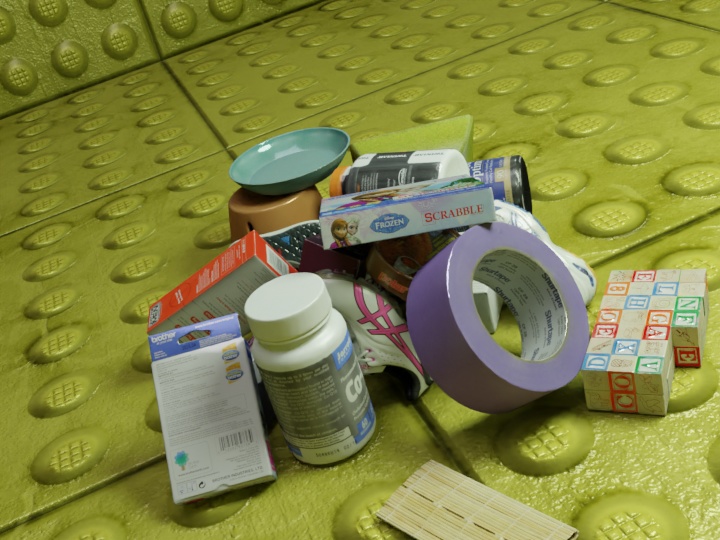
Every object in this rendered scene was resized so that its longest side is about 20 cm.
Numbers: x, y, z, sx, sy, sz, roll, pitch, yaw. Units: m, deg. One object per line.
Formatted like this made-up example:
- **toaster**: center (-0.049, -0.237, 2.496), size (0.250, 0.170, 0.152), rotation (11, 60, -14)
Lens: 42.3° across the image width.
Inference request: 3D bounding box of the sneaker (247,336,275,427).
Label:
- **sneaker**: center (-0.145, 0.154, 1.196), size (0.086, 0.080, 0.201), rotation (-33, 18, 50)

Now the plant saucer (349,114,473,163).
- **plant saucer**: center (0.092, -0.156, 1.504), size (0.198, 0.200, 0.048), rotation (-14, 64, 0)

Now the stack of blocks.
- **stack of blocks**: center (0.332, 0.077, 1.068), size (0.114, 0.059, 0.200), rotation (0, 33, 27)

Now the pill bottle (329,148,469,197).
- **pill bottle**: center (0.052, -0.120, 1.359), size (0.198, 0.107, 0.106), rotation (1, 33, 32)

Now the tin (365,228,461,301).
- **tin**: center (0.078, -0.013, 1.163), size (0.111, 0.042, 0.200), rotation (29, 26, 14)

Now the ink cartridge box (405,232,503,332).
- **ink cartridge box**: center (0.142, 0.004, 1.288), size (0.114, 0.068, 0.201), rotation (-4, 31, 21)

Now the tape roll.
- **tape roll**: center (0.156, 0.053, 1.048), size (0.200, 0.200, 0.085), rotation (-44, 4, -41)

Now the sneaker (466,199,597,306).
- **sneaker**: center (0.209, -0.013, 1.197), size (0.199, 0.076, 0.088), rotation (36, 54, 14)

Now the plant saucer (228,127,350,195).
- **plant saucer**: center (-0.108, -0.167, 1.465), size (0.198, 0.036, 0.201), rotation (-12, 28, 7)

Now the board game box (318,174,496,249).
- **board game box**: center (0.050, -0.074, 1.124), size (0.197, 0.042, 0.200), rotation (-10, 10, -1)

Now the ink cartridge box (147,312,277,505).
- **ink cartridge box**: center (-0.176, 0.161, 1.094), size (0.118, 0.042, 0.202), rotation (-15, 73, 2)

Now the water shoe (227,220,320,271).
- **water shoe**: center (-0.097, -0.032, 1.362), size (0.197, 0.072, 0.079), rotation (-5, -1, 2)

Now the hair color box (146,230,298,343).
- **hair color box**: center (-0.190, 0.044, 1.287), size (0.199, 0.102, 0.062), rotation (-34, 35, 16)

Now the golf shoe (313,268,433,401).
- **golf shoe**: center (0.016, 0.075, 1.112), size (0.093, 0.199, 0.072), rotation (-60, 15, -22)

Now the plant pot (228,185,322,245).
- **plant pot**: center (-0.124, -0.065, 1.479), size (0.198, 0.141, 0.201), rotation (-12, 29, 7)

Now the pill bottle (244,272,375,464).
- **pill bottle**: center (-0.058, 0.111, 1.069), size (0.112, 0.202, 0.114), rotation (-13, 29, 7)

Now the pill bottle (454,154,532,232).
- **pill bottle**: center (0.158, -0.108, 1.429), size (0.198, 0.113, 0.112), rotation (-7, 30, 17)

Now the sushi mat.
- **sushi mat**: center (0.112, 0.252, 0.928), size (0.095, 0.012, 0.199), rotation (-38, 34, -30)

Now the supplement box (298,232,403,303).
- **supplement box**: center (0.000, 0.000, 1.250), size (0.085, 0.112, 0.200), rotation (22, 23, 23)
